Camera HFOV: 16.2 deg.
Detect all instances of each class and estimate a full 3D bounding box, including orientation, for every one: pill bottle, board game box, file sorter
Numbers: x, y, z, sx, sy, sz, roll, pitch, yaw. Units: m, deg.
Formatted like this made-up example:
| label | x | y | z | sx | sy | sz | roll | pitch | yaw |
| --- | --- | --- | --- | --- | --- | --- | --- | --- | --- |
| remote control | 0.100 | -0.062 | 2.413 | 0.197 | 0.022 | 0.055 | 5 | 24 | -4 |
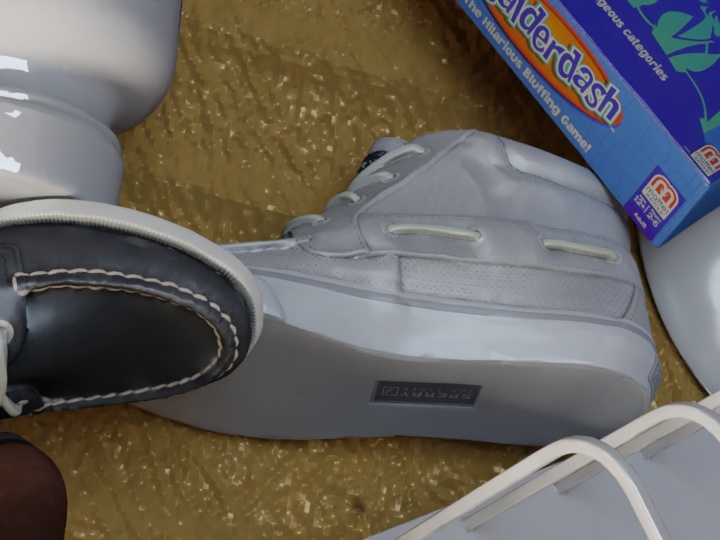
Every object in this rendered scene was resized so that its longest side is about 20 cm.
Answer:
| label | x | y | z | sx | sy | sz | roll | pitch | yaw |
| --- | --- | --- | --- | --- | --- | --- | --- | --- | --- |
| pill bottle | -0.110 | -0.108 | 0.812 | 0.111 | 0.112 | 0.202 | 10 | 68 | -15 |
| board game box | 0.131 | -0.116 | 0.908 | 0.199 | 0.045 | 0.152 | -31 | 76 | -35 |
| file sorter | 0.119 | 0.104 | 0.772 | 0.199 | 0.124 | 0.140 | -15 | 75 | -45 |

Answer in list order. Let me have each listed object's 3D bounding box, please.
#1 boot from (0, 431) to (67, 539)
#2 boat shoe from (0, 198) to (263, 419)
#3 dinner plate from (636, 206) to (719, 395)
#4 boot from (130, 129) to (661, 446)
| label | x | y | z | sx | sy | sz | roll | pitch | yaw |
| --- | --- | --- | --- | --- | --- | --- | --- | --- | --- |
| boot | -0.066 | 0.144 | 0.693 | 0.069 | 0.199 | 0.189 | 51 | 54 | -46 |
| boat shoe | -0.130 | 0.019 | 0.752 | 0.198 | 0.074 | 0.061 | 6 | 36 | 2 |
| dinner plate | 0.196 | -0.014 | 0.932 | 0.199 | 0.024 | 0.202 | 6 | 70 | -17 |
| boot | 0.000 | 0.000 | 0.843 | 0.198 | 0.074 | 0.096 | 8 | 53 | -16 |
